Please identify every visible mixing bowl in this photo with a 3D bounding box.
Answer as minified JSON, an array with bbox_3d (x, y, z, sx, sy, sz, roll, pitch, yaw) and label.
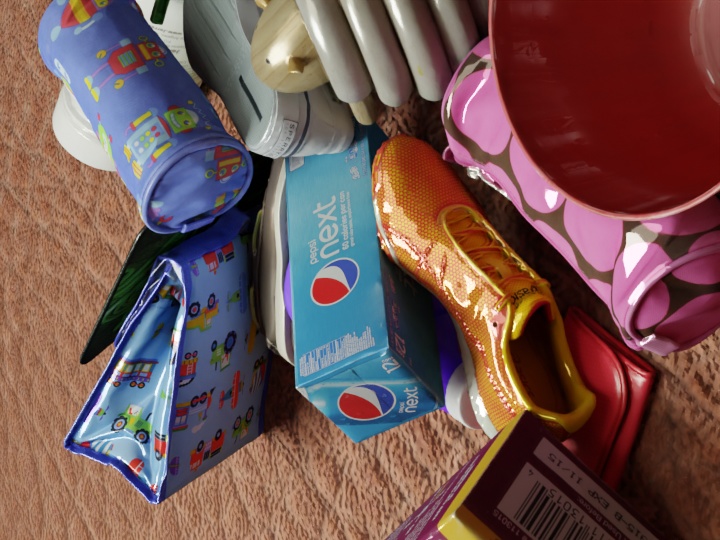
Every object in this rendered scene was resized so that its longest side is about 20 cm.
[{"bbox_3d":[0.164,-0.124,0.724,0.200,0.108,0.201,4,94,53],"label":"mixing bowl"}]

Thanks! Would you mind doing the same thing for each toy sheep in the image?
[{"bbox_3d":[0.028,-0.158,0.887,0.138,0.200,0.138,63,-178,-3],"label":"toy sheep"}]

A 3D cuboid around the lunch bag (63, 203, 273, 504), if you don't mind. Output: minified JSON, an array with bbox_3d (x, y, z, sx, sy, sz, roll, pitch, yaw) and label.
[{"bbox_3d":[-0.116,0.046,1.127,0.094,0.151,0.200,28,115,17],"label":"lunch bag"}]

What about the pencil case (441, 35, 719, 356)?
[{"bbox_3d":[0.124,-0.041,0.821,0.094,0.091,0.200,-48,50,13],"label":"pencil case"}]

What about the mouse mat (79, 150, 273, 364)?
[{"bbox_3d":[-0.118,-0.024,1.105,0.008,0.200,0.161,41,134,9],"label":"mouse mat"}]

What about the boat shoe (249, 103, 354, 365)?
[{"bbox_3d":[-0.044,-0.032,1.087,0.059,0.072,0.200,31,125,47],"label":"boat shoe"}]

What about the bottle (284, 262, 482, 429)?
[{"bbox_3d":[0.025,0.037,0.994,0.200,0.065,0.084,35,118,49],"label":"bottle"}]

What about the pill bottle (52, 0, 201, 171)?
[{"bbox_3d":[-0.177,-0.178,1.227,0.200,0.114,0.114,-58,48,42],"label":"pill bottle"}]

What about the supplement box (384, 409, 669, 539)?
[{"bbox_3d":[0.068,0.196,0.863,0.131,0.103,0.200,42,131,1],"label":"supplement box"}]

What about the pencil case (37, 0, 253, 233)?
[{"bbox_3d":[-0.144,-0.106,1.004,0.200,0.078,0.087,53,155,38],"label":"pencil case"}]

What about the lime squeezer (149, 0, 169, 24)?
[{"bbox_3d":[-0.093,-0.234,0.994,0.200,0.038,0.071,-31,80,52],"label":"lime squeezer"}]

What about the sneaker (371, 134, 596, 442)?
[{"bbox_3d":[0.074,0.005,0.876,0.200,0.073,0.077,59,145,5],"label":"sneaker"}]

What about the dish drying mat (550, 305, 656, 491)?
[{"bbox_3d":[0.118,0.126,0.908,0.077,0.018,0.200,44,129,46],"label":"dish drying mat"}]

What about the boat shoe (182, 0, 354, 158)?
[{"bbox_3d":[-0.062,-0.136,0.998,0.074,0.067,0.200,-56,40,33],"label":"boat shoe"}]

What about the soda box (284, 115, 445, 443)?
[{"bbox_3d":[0.000,0.000,0.932,0.064,0.068,0.200,-24,44,20],"label":"soda box"}]
